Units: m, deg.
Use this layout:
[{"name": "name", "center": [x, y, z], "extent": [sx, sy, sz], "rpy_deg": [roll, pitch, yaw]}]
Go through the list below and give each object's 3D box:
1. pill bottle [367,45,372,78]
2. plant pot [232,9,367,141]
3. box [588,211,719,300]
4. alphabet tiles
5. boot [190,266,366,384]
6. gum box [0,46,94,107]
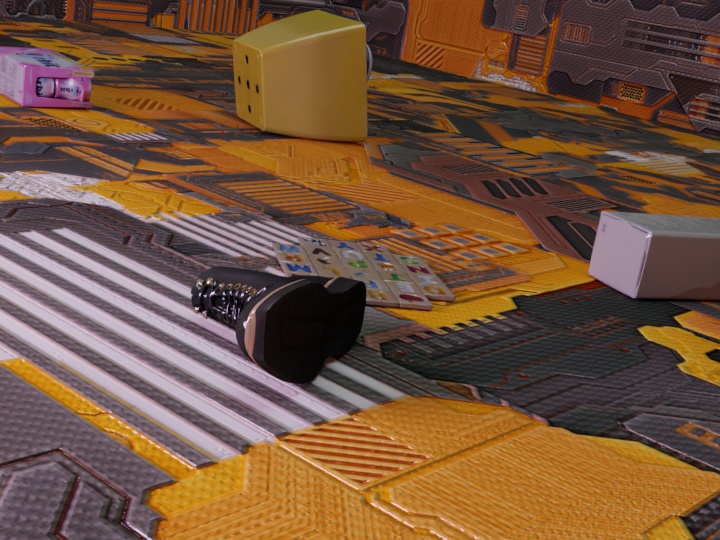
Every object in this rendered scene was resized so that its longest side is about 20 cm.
[{"name": "pill bottle", "center": [-0.081, -0.491, 2.541], "extent": [0.200, 0.112, 0.112], "rpy_deg": [0, 18, -29]}, {"name": "plant pot", "center": [-0.111, -0.325, 1.847], "extent": [0.176, 0.200, 0.200], "rpy_deg": [-12, 24, -25]}, {"name": "box", "center": [0.373, -0.016, 1.245], "extent": [0.200, 0.078, 0.095], "rpy_deg": [2, 18, -25]}, {"name": "alphabet tiles", "center": [0.000, 0.000, 1.101], "extent": [0.166, 0.006, 0.200], "rpy_deg": [6, 17, -14]}, {"name": "boot", "center": [-0.090, 0.034, 0.838], "extent": [0.138, 0.078, 0.200], "rpy_deg": [10, 2, 17]}, {"name": "gum box", "center": [-0.521, -0.314, 1.758], "extent": [0.113, 0.066, 0.200], "rpy_deg": [-4, 22, -36]}]
